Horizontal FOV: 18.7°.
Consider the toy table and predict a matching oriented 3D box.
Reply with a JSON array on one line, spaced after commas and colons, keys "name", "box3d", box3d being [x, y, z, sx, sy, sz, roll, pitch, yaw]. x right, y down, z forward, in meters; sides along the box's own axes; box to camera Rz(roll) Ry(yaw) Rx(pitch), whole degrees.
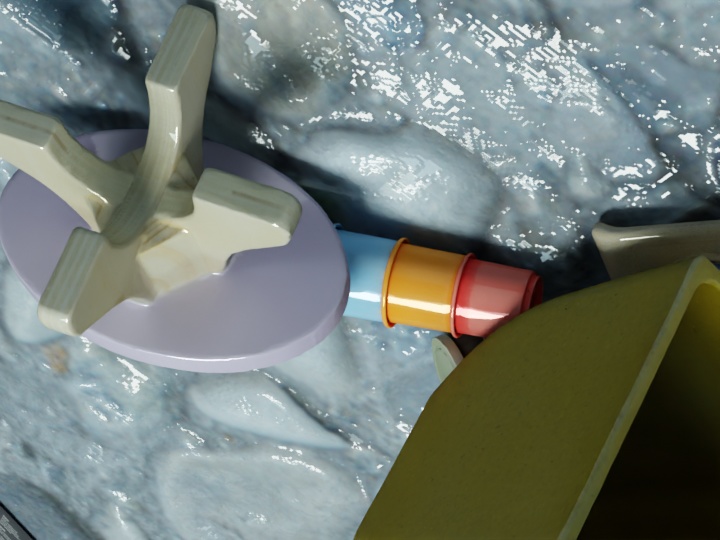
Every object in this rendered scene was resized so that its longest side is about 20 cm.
[{"name": "toy table", "box3d": [-0.107, -0.033, 1.140, 0.199, 0.185, 0.117, 7, 157, 10]}]

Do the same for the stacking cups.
[{"name": "stacking cups", "box3d": [0.000, 0.000, 1.201, 0.199, 0.061, 0.061, 8, 140, 17]}]

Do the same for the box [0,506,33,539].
[{"name": "box", "box3d": [-0.324, 0.210, 1.641, 0.161, 0.049, 0.200, -9, 132, 39]}]

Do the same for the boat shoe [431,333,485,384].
[{"name": "boat shoe", "box3d": [0.103, 0.109, 1.271, 0.060, 0.072, 0.202, -29, 116, -4]}]

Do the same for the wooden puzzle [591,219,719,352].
[{"name": "wooden puzzle", "box3d": [0.231, 0.047, 1.133, 0.199, 0.046, 0.186, 0, 136, 30]}]

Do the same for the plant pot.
[{"name": "plant pot", "box3d": [0.113, 0.133, 1.119, 0.200, 0.195, 0.196, -7, 133, 46]}]
